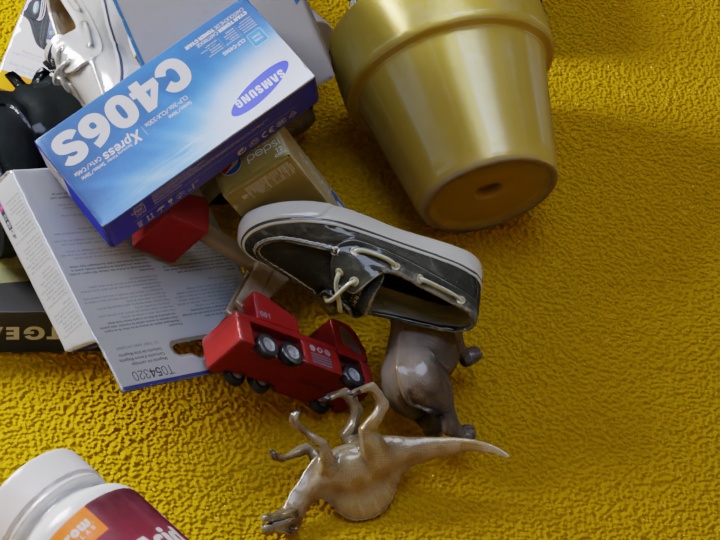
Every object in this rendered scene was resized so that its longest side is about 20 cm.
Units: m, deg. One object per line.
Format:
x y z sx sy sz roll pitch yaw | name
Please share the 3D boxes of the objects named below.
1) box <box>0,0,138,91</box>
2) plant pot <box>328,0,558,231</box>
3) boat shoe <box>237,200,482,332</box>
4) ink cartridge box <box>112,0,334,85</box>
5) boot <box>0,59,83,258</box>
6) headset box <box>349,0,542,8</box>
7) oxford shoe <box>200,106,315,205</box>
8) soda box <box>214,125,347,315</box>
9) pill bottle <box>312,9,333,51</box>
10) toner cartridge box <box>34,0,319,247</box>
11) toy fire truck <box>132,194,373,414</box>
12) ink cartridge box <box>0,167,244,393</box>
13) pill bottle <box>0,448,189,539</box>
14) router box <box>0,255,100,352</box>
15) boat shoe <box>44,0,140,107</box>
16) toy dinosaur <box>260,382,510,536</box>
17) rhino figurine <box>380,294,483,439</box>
-0.248 -0.239 1.634 0.119 0.041 0.200 19 80 7 | box
0.090 -0.146 1.594 0.201 0.201 0.189 -8 64 -18 | plant pot
0.000 0.000 1.379 0.200 0.071 0.064 13 48 -7 | boat shoe
-0.114 -0.207 1.505 0.145 0.147 0.200 -23 9 2 | ink cartridge box
-0.258 -0.098 1.478 0.162 0.073 0.198 -8 49 -29 | boot
0.091 -0.316 1.813 0.200 0.093 0.174 5 46 -7 | headset box
-0.108 -0.097 1.595 0.200 0.070 0.075 -31 86 -36 | oxford shoe
-0.052 -0.048 1.450 0.064 0.200 0.068 -31 52 6 | soda box
-0.125 -0.252 1.691 0.116 0.116 0.200 -30 58 -34 | pill bottle
-0.139 -0.115 1.353 0.200 0.043 0.095 -37 71 -11 | toner cartridge box
-0.083 0.027 1.407 0.200 0.049 0.141 22 42 -38 | toy fire truck
-0.174 0.006 1.400 0.196 0.043 0.200 -8 65 -52 | ink cartridge box
-0.166 0.221 1.226 0.200 0.114 0.114 37 51 23 | pill bottle
-0.278 -0.006 1.467 0.200 0.052 0.157 0 47 -12 | router box
-0.227 -0.170 1.461 0.070 0.071 0.200 5 44 -23 | boat shoe
0.005 0.140 1.365 0.200 0.058 0.101 -20 93 -12 | toy dinosaur
0.056 0.051 1.447 0.060 0.087 0.200 -25 37 26 | rhino figurine
